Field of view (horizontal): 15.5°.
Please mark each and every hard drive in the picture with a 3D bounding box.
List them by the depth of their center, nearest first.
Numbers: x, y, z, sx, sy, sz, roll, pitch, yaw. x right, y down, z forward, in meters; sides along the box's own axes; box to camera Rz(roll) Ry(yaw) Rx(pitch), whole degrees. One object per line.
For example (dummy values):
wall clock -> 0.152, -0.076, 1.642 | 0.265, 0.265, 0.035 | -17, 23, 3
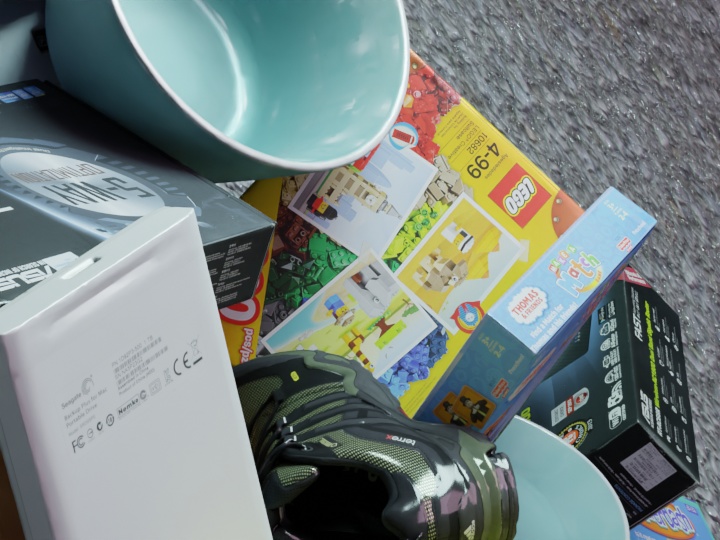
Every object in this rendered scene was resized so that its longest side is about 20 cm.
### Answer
hard drive -> -0.096, 0.090, 1.150 | 0.132, 0.026, 0.201 | -36, 122, -47

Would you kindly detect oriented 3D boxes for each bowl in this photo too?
bowl -> -0.082, -0.124, 1.352 | 0.200, 0.105, 0.201 | 21, 56, -34

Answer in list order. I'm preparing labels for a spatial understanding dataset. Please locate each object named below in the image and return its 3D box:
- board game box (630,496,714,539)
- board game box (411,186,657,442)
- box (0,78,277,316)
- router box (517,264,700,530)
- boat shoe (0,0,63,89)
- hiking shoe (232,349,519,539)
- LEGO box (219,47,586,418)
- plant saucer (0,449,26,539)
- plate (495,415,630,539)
board game box -> 0.208, 0.228, 1.731 | 0.152, 0.045, 0.200 | 26, 34, -49
board game box -> 0.064, 0.063, 1.361 | 0.037, 0.200, 0.151 | 40, 39, 7
box -> -0.161, -0.022, 1.209 | 0.160, 0.044, 0.200 | 32, 28, 27
router box -> 0.126, 0.098, 1.619 | 0.062, 0.150, 0.200 | 44, 22, -20
boat shoe -> -0.197, -0.107, 1.380 | 0.202, 0.086, 0.075 | -18, 79, -44
hiking shoe -> -0.022, 0.091, 1.273 | 0.200, 0.076, 0.100 | 17, 20, 41
LEGO box -> 0.000, 0.000, 1.421 | 0.149, 0.200, 0.077 | 42, -19, -2
plant saucer -> -0.123, 0.085, 1.221 | 0.200, 0.037, 0.201 | 39, 38, -39
plate -> 0.048, 0.138, 1.448 | 0.199, 0.026, 0.200 | 7, 33, -5
